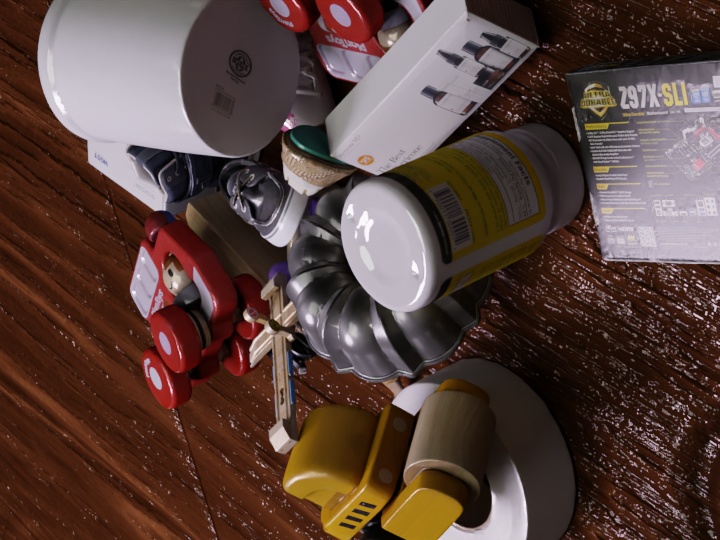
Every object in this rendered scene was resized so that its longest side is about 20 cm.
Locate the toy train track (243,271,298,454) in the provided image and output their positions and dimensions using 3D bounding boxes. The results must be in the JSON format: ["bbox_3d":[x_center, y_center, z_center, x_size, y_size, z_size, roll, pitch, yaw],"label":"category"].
[{"bbox_3d":[-0.084,0.082,1.651,0.115,0.032,0.202,-45,37,36],"label":"toy train track"}]

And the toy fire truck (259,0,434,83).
[{"bbox_3d":[0.011,-0.229,1.566,0.199,0.112,0.169,19,149,44],"label":"toy fire truck"}]

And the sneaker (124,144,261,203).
[{"bbox_3d":[-0.164,-0.158,1.781,0.077,0.145,0.204,42,136,33],"label":"sneaker"}]

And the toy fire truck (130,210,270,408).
[{"bbox_3d":[-0.184,0.031,1.801,0.169,0.111,0.201,56,153,19],"label":"toy fire truck"}]

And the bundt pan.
[{"bbox_3d":[0.017,-0.006,1.583,0.201,0.202,0.076,39,177,33],"label":"bundt pan"}]

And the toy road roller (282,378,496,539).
[{"bbox_3d":[0.019,0.174,1.574,0.145,0.124,0.200,27,139,-11],"label":"toy road roller"}]

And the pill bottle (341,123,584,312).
[{"bbox_3d":[0.090,-0.051,1.462,0.114,0.199,0.116,27,129,40],"label":"pill bottle"}]

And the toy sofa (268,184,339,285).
[{"bbox_3d":[0.000,0.000,1.694,0.199,0.097,0.084,33,133,39],"label":"toy sofa"}]

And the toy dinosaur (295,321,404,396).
[{"bbox_3d":[0.020,0.095,1.737,0.200,0.061,0.106,45,154,-28],"label":"toy dinosaur"}]

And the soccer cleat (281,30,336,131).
[{"bbox_3d":[-0.071,-0.215,1.691,0.086,0.069,0.202,-36,79,54],"label":"soccer cleat"}]

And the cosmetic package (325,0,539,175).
[{"bbox_3d":[0.059,-0.160,1.494,0.200,0.082,0.051,-45,37,38],"label":"cosmetic package"}]

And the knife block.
[{"bbox_3d":[-0.092,0.008,1.846,0.175,0.064,0.202,-6,103,53],"label":"knife block"}]

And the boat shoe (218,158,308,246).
[{"bbox_3d":[-0.102,-0.077,1.709,0.071,0.066,0.200,-66,17,9],"label":"boat shoe"}]

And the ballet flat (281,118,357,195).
[{"bbox_3d":[-0.035,-0.101,1.607,0.070,0.200,0.066,38,110,9],"label":"ballet flat"}]

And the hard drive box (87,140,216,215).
[{"bbox_3d":[-0.231,-0.185,1.908,0.155,0.076,0.202,34,133,37],"label":"hard drive box"}]

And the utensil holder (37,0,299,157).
[{"bbox_3d":[-0.180,-0.198,1.649,0.198,0.169,0.172,11,117,41],"label":"utensil holder"}]

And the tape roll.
[{"bbox_3d":[0.113,0.191,1.674,0.202,0.070,0.205,28,129,41],"label":"tape roll"}]

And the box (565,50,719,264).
[{"bbox_3d":[0.258,-0.088,1.355,0.199,0.049,0.162,2,107,52],"label":"box"}]
